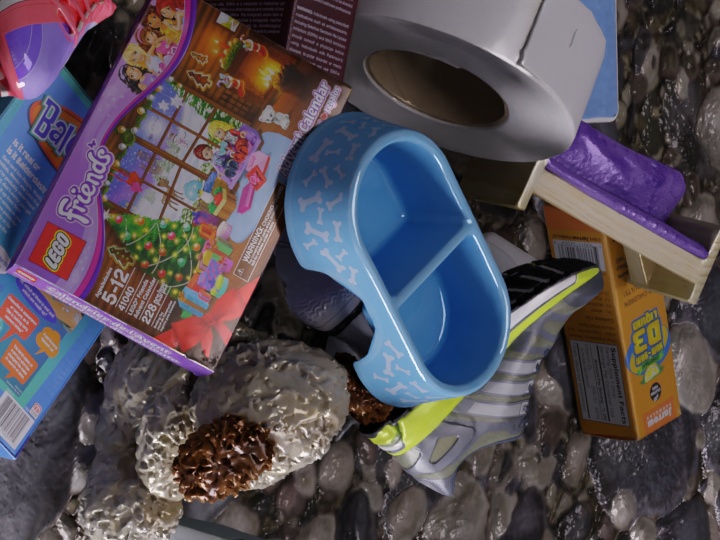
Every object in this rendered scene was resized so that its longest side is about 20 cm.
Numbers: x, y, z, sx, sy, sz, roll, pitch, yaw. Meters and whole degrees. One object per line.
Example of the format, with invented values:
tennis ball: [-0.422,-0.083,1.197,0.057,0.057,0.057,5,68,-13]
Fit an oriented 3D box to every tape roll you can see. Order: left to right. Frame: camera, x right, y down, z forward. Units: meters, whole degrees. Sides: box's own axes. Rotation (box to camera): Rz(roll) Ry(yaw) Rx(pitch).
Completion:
tape roll: [0.063,-0.151,1.546,0.202,0.202,0.071,39,66,-42]

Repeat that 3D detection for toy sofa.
toy sofa: [0.179,-0.059,1.687,0.199,0.083,0.098,27,86,-32]

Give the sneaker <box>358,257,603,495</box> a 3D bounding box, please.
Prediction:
sneaker: [0.091,0.067,1.531,0.200,0.074,0.081,-41,113,-12]

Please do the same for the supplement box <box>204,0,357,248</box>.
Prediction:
supplement box: [-0.068,-0.119,1.476,0.061,0.109,0.201,14,84,-45]

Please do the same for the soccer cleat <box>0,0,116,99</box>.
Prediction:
soccer cleat: [-0.175,-0.154,1.312,0.200,0.076,0.067,-98,175,-68]

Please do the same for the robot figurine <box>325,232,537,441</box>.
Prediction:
robot figurine: [0.053,0.049,1.619,0.200,0.113,0.170,-37,146,-38]

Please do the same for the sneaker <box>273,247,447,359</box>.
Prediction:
sneaker: [0.000,0.000,1.516,0.075,0.200,0.115,-41,119,15]

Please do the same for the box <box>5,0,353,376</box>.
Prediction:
box: [-0.108,-0.056,1.372,0.136,0.039,0.201,28,75,-12]

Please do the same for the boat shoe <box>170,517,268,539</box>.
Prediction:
boat shoe: [-0.060,0.222,1.456,0.071,0.200,0.091,10,91,-46]

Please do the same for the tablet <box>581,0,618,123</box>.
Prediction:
tablet: [0.154,-0.212,1.732,0.130,0.014,0.201,-6,96,-47]

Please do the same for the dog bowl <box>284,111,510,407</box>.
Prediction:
dog bowl: [0.029,-0.004,1.402,0.111,0.049,0.201,-45,121,-32]

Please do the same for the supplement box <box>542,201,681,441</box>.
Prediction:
supplement box: [0.202,0.031,1.812,0.066,0.069,0.201,-27,115,-40]

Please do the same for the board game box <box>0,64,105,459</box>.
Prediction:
board game box: [-0.211,-0.011,1.381,0.152,0.045,0.200,53,58,-35]

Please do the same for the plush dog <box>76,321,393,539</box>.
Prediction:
plush dog: [-0.079,0.082,1.438,0.200,0.171,0.161,-30,115,-40]
